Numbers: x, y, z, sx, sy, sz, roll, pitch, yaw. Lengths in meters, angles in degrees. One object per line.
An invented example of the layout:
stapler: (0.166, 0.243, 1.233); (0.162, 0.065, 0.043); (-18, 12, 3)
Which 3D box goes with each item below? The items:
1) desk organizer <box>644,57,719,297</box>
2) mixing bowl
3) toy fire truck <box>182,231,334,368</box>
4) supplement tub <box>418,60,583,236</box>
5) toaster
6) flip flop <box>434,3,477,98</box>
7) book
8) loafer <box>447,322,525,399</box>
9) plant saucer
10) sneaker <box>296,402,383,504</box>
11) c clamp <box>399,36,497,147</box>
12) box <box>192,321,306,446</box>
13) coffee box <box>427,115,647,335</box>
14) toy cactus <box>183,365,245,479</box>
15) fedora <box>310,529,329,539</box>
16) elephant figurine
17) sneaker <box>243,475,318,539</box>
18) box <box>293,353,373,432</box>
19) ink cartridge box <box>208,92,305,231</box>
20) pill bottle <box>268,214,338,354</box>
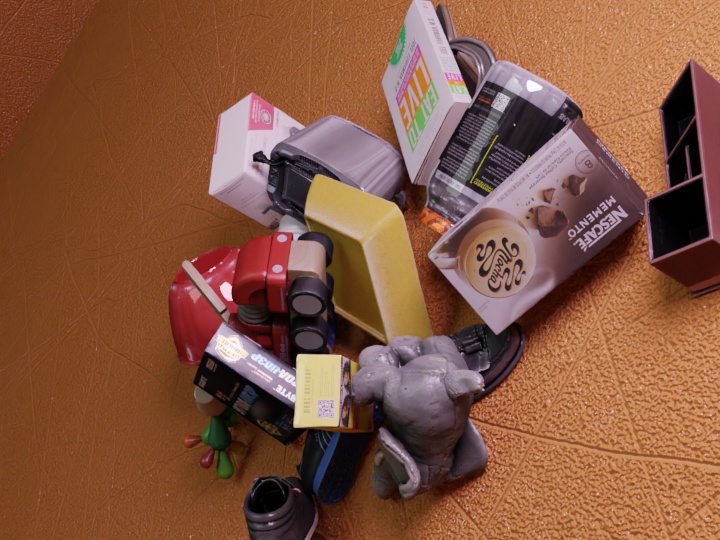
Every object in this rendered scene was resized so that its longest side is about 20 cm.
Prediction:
desk organizer: (0.311, -0.089, 0.920); (0.071, 0.076, 0.203); (-26, 50, 43)
mixing bowl: (-0.208, 0.037, 1.448); (0.197, 0.110, 0.201); (-25, 21, 10)
toy fire truck: (-0.132, 0.026, 1.200); (0.178, 0.196, 0.130); (90, -177, -49)
supplement tub: (0.155, -0.122, 1.119); (0.202, 0.121, 0.122); (-60, 34, 7)
toaster: (-0.034, -0.126, 1.322); (0.198, 0.129, 0.115); (31, 135, 21)
flip flop: (0.135, -0.266, 1.300); (0.082, 0.057, 0.202); (-59, 45, 43)
book: (0.083, -0.225, 1.241); (0.135, 0.047, 0.202); (112, 152, -44)
loafer: (0.096, 0.112, 1.105); (0.199, 0.062, 0.073); (-37, 43, 36)
plant saucer: (0.000, 0.000, 1.199); (0.048, 0.203, 0.199); (-28, 28, -22)
sneaker: (-0.022, 0.183, 1.218); (0.078, 0.070, 0.202); (32, 96, 51)
c clamp: (0.111, -0.209, 1.265); (0.171, 0.027, 0.203); (50, 135, 45)
box: (-0.130, 0.149, 1.247); (0.046, 0.158, 0.200); (-57, 3, -22)
coffee box: (0.182, -0.046, 1.011); (0.200, 0.113, 0.080); (-41, 2, 24)
toy cactus: (-0.213, 0.191, 1.413); (0.165, 0.100, 0.204); (78, -165, -69)
fedora: (-0.098, 0.401, 1.172); (0.199, 0.081, 0.204); (-33, 45, 39)
elephant figurine: (0.067, 0.181, 1.046); (0.155, 0.139, 0.204); (-73, -23, -72)
sneaker: (-0.093, 0.278, 1.185); (0.200, 0.069, 0.101); (-76, -18, -70)
box: (-0.025, 0.137, 1.066); (0.049, 0.200, 0.077); (0, 78, 10)
ink cartridge box: (-0.113, -0.140, 1.430); (0.084, 0.199, 0.148); (-25, 50, 36)
pill bottle: (-0.084, 0.029, 1.356); (0.119, 0.119, 0.204); (-19, 55, 47)
